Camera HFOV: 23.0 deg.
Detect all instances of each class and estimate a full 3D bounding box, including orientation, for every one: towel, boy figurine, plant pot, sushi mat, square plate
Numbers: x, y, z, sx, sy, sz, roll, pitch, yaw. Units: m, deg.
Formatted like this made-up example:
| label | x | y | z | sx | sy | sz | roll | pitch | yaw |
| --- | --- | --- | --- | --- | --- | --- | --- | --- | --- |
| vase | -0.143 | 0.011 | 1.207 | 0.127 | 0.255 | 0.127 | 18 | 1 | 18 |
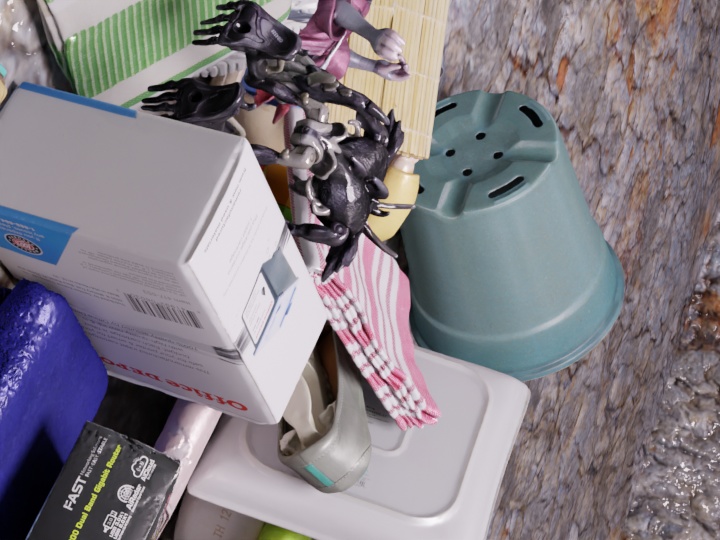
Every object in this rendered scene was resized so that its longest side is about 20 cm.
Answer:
| label | x | y | z | sx | sy | sz | roll | pitch | yaw |
| --- | --- | --- | --- | --- | --- | --- | --- | --- | --- |
| towel | -0.213 | 0.115 | 0.995 | 0.148 | 0.049 | 0.200 | 79 | 32 | -63 |
| boy figurine | -0.002 | -0.065 | 1.319 | 0.064 | 0.124 | 0.200 | 22 | 83 | -32 |
| towel | -0.113 | -0.178 | 0.962 | 0.152 | 0.023 | 0.200 | -30 | 143 | -12 |
| towel | 0.000 | 0.000 | 1.178 | 0.200 | 0.030 | 0.146 | 58 | 16 | -47 |
| plant pot | 0.118 | -0.039 | 1.545 | 0.200 | 0.200 | 0.196 | -61 | 148 | -32 |
| sushi mat | 0.022 | -0.181 | 1.244 | 0.096 | 0.012 | 0.200 | 8 | 89 | -31 |
| towel | -0.102 | 0.080 | 1.171 | 0.191 | 0.032 | 0.200 | 124 | -9 | -70 |
| square plate | 0.006 | 0.109 | 1.223 | 0.198 | 0.200 | 0.028 | -66 | 172 | -48 |

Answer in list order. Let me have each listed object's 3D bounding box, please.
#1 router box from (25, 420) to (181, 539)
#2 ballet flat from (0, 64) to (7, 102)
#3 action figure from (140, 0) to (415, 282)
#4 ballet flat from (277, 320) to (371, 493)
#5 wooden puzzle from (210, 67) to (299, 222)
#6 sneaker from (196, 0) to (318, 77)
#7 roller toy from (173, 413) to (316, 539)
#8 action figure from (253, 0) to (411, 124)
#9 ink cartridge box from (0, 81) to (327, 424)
| label | x | y | z | sx | sy | sz | roll | pitch | yaw |
| --- | --- | --- | --- | --- | --- | --- | --- | --- | --- |
| router box | -0.171 | 0.195 | 1.024 | 0.200 | 0.062 | 0.150 | 116 | -1 | -59 |
| ballet flat | -0.217 | -0.110 | 0.791 | 0.063 | 0.069 | 0.200 | -54 | 154 | -11 |
| action figure | -0.043 | -0.075 | 1.031 | 0.119 | 0.102 | 0.200 | -63 | 145 | -15 |
| ballet flat | -0.034 | 0.057 | 1.189 | 0.064 | 0.067 | 0.200 | 36 | 31 | -38 |
| wooden puzzle | -0.060 | -0.089 | 1.232 | 0.185 | 0.046 | 0.200 | 21 | 85 | -69 |
| sneaker | -0.065 | -0.221 | 1.082 | 0.199 | 0.079 | 0.130 | -53 | -143 | 34 |
| roller toy | -0.050 | 0.165 | 1.309 | 0.183 | 0.140 | 0.200 | -61 | 166 | -21 |
| action figure | -0.019 | -0.186 | 1.132 | 0.200 | 0.149 | 0.134 | -55 | 178 | -15 |
| ink cartridge box | -0.117 | -0.005 | 1.003 | 0.200 | 0.146 | 0.086 | 66 | 44 | -60 |
